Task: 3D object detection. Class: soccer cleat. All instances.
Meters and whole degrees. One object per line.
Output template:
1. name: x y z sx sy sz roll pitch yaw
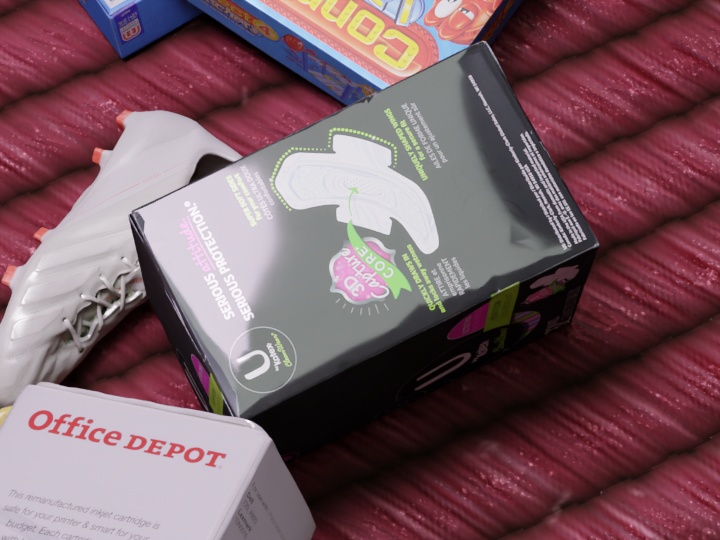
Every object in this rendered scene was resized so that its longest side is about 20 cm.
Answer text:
1. soccer cleat: -0.132 -0.004 1.547 0.077 0.069 0.200 21 61 16

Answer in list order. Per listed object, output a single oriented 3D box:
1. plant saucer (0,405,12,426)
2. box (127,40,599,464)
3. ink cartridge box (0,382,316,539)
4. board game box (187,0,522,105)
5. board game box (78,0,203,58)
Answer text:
1. plant saucer: -0.177 0.189 1.431 0.200 0.048 0.200 32 68 36
2. box: 0.000 0.000 1.464 0.200 0.149 0.124 -25 76 -9
3. ink cartridge box: -0.129 0.163 1.346 0.146 0.084 0.200 10 56 29
4. board game box: 0.005 -0.204 1.615 0.200 0.056 0.196 33 73 7
5. board game box: -0.095 -0.232 1.691 0.200 0.045 0.152 -31 60 -11
